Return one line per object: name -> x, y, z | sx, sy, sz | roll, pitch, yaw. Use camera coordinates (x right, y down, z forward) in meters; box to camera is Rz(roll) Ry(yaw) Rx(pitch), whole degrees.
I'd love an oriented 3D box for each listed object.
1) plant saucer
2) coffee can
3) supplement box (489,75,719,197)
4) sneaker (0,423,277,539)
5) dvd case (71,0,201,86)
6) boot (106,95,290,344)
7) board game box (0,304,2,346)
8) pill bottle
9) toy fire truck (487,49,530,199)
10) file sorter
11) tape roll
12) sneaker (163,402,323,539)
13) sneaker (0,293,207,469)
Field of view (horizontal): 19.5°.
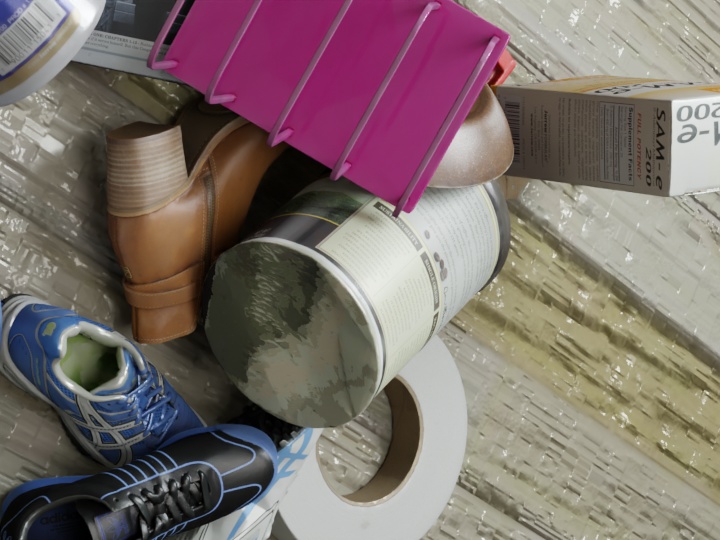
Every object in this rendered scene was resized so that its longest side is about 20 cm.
plant saucer -> 0.023, -0.130, 1.517 | 0.199, 0.200, 0.037 | -7, 131, -38
coffee can -> 0.000, 0.000, 1.504 | 0.200, 0.146, 0.147 | -42, 120, -48
supplement box -> 0.207, -0.106, 1.596 | 0.125, 0.199, 0.074 | -9, 103, -38
sneaker -> -0.147, 0.162, 1.429 | 0.199, 0.078, 0.071 | -16, 107, -7
dvd case -> -0.117, -0.229, 1.435 | 0.149, 0.025, 0.202 | 10, 102, -10
boot -> -0.101, -0.043, 1.510 | 0.199, 0.073, 0.156 | -20, 114, -37
board game box -> -0.326, 0.033, 1.351 | 0.199, 0.039, 0.159 | -9, 94, -42
pill bottle -> -0.266, -0.209, 1.321 | 0.200, 0.119, 0.120 | 46, 67, -32
toy fire truck -> 0.103, -0.106, 1.673 | 0.200, 0.049, 0.141 | -53, 125, -21
file sorter -> -0.022, -0.142, 1.369 | 0.199, 0.125, 0.140 | 30, 98, 1
tape roll -> -0.002, 0.128, 1.619 | 0.202, 0.037, 0.205 | -5, 98, -39
sneaker -> -0.085, 0.168, 1.521 | 0.072, 0.072, 0.200 | 39, 87, -35
sneaker -> -0.172, 0.089, 1.453 | 0.200, 0.077, 0.076 | 38, 70, -37
